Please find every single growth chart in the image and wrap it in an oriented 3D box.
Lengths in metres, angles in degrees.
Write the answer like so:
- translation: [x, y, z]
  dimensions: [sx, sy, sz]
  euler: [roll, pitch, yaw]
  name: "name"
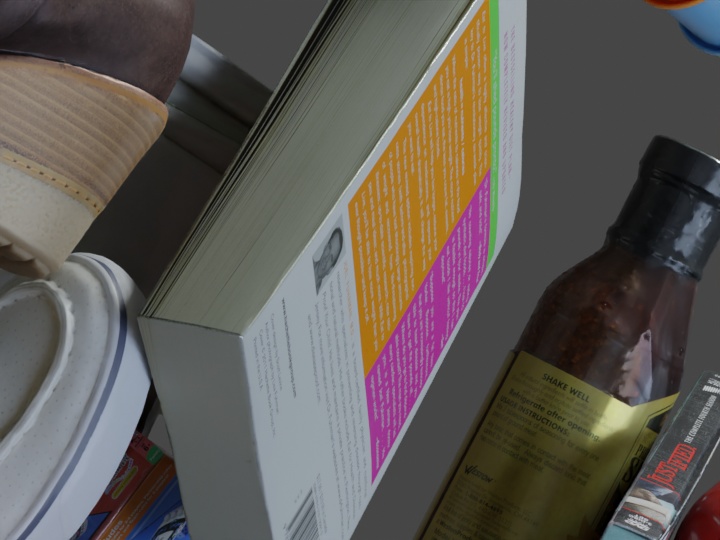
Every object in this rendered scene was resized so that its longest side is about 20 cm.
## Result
- translation: [-0.090, 0.013, 0.828]
  dimensions: [0.200, 0.018, 0.145]
  euler: [-55, 141, -9]
  name: "growth chart"

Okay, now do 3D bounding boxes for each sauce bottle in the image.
- translation: [0.081, 0.047, 0.995]
  dimensions: [0.066, 0.066, 0.200]
  euler: [27, 92, -51]
  name: "sauce bottle"

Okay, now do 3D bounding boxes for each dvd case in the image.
- translation: [0.089, 0.125, 0.993]
  dimensions: [0.146, 0.022, 0.200]
  euler: [-66, 172, 19]
  name: "dvd case"

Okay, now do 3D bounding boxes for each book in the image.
- translation: [0.000, 0.000, 0.839]
  dimensions: [0.200, 0.048, 0.134]
  euler: [-60, 153, -42]
  name: "book"

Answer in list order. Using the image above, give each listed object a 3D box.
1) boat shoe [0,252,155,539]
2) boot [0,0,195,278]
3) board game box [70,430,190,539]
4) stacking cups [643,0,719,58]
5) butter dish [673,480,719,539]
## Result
- translation: [-0.140, 0.068, 0.745]
  dimensions: [0.200, 0.071, 0.070]
  euler: [-46, 141, 0]
  name: "boat shoe"
- translation: [-0.112, -0.110, 0.717]
  dimensions: [0.200, 0.072, 0.166]
  euler: [38, 67, -45]
  name: "boot"
- translation: [-0.102, 0.153, 0.875]
  dimensions: [0.200, 0.019, 0.103]
  euler: [-52, 141, -3]
  name: "board game box"
- translation: [0.129, -0.106, 0.965]
  dimensions: [0.200, 0.060, 0.061]
  euler: [28, 89, -51]
  name: "stacking cups"
- translation: [0.176, 0.167, 1.065]
  dimensions: [0.148, 0.200, 0.200]
  euler: [-20, 131, -28]
  name: "butter dish"
